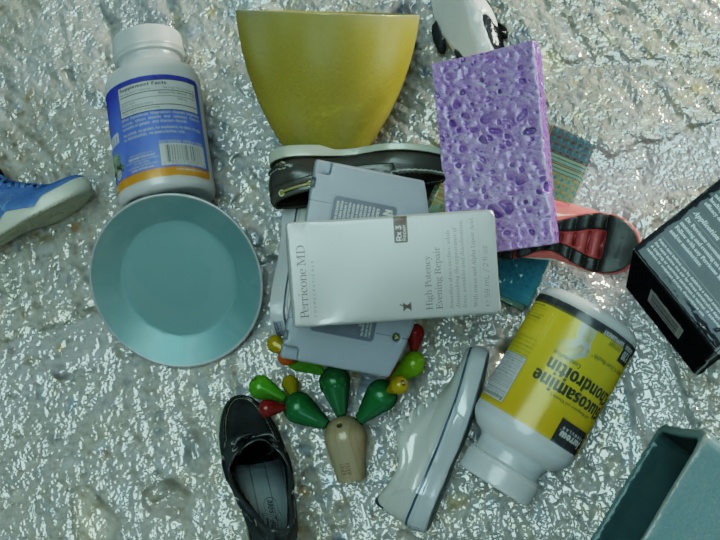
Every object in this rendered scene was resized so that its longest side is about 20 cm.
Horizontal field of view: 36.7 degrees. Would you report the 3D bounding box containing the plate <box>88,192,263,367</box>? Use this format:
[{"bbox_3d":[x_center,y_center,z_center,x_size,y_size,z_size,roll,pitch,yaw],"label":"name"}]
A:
[{"bbox_3d":[-0.204,0.010,1.211,0.197,0.026,0.203,2,107,5],"label":"plate"}]

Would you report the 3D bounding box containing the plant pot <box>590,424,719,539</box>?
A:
[{"bbox_3d":[0.327,0.281,0.989,0.199,0.196,0.198,33,87,6],"label":"plant pot"}]

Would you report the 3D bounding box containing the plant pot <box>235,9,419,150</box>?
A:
[{"bbox_3d":[-0.037,-0.208,1.181,0.197,0.200,0.144,5,105,14],"label":"plant pot"}]

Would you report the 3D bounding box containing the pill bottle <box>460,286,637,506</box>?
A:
[{"bbox_3d":[0.183,0.127,1.085,0.111,0.112,0.201,29,86,16],"label":"pill bottle"}]

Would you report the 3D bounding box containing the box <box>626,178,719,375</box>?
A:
[{"bbox_3d":[0.366,-0.016,1.027,0.196,0.200,0.125,-37,74,3],"label":"box"}]

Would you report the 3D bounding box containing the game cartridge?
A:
[{"bbox_3d":[0.000,0.000,1.093,0.131,0.042,0.203,11,90,-8],"label":"game cartridge"}]

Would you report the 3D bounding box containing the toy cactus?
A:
[{"bbox_3d":[-0.020,0.139,1.148,0.197,0.102,0.167,-10,86,2],"label":"toy cactus"}]

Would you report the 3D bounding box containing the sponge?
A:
[{"bbox_3d":[0.134,-0.119,1.086,0.110,0.030,0.203,-7,87,24],"label":"sponge"}]

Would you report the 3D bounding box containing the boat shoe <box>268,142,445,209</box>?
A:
[{"bbox_3d":[0.002,-0.096,1.143,0.198,0.072,0.061,-1,75,5],"label":"boat shoe"}]

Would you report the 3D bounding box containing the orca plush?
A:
[{"bbox_3d":[0.143,-0.270,1.195,0.070,0.106,0.201,-5,40,-29],"label":"orca plush"}]

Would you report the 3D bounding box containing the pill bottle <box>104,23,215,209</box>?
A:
[{"bbox_3d":[-0.233,-0.172,1.241,0.111,0.112,0.203,-13,76,10],"label":"pill bottle"}]

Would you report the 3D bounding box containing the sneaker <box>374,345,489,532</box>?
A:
[{"bbox_3d":[0.073,0.166,1.123,0.070,0.073,0.202,22,84,13],"label":"sneaker"}]

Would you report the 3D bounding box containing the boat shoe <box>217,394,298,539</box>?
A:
[{"bbox_3d":[-0.106,0.203,1.128,0.073,0.067,0.201,-4,51,-12],"label":"boat shoe"}]

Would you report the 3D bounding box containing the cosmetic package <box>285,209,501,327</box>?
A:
[{"bbox_3d":[0.029,-0.003,1.039,0.197,0.074,0.103,-5,92,-3],"label":"cosmetic package"}]

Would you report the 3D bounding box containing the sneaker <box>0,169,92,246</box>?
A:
[{"bbox_3d":[-0.420,-0.096,1.285,0.198,0.077,0.112,-25,84,13],"label":"sneaker"}]

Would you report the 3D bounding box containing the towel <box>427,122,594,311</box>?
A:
[{"bbox_3d":[0.151,-0.074,1.166,0.145,0.022,0.202,24,83,0],"label":"towel"}]

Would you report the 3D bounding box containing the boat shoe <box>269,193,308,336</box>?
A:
[{"bbox_3d":[-0.050,-0.021,1.172,0.069,0.071,0.202,0,56,11],"label":"boat shoe"}]

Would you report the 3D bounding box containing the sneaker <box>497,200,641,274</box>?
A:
[{"bbox_3d":[0.195,-0.038,1.123,0.198,0.087,0.075,18,97,22],"label":"sneaker"}]

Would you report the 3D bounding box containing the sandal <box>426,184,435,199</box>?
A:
[{"bbox_3d":[0.022,-0.019,1.185,0.200,0.048,0.075,-43,74,1],"label":"sandal"}]
